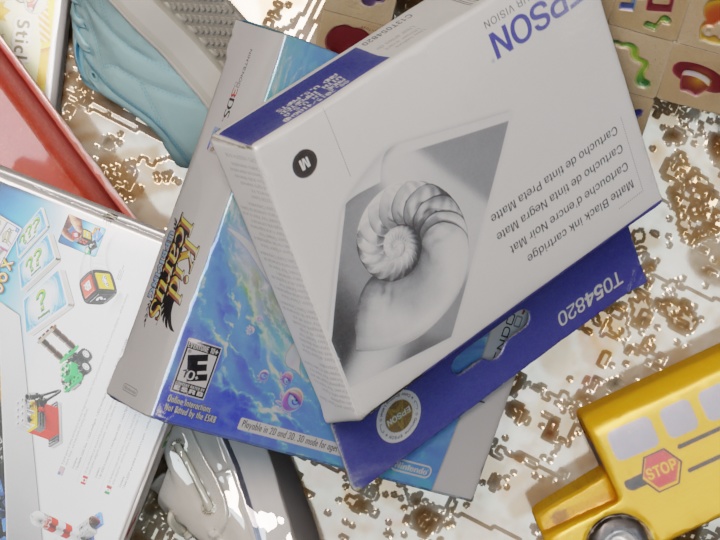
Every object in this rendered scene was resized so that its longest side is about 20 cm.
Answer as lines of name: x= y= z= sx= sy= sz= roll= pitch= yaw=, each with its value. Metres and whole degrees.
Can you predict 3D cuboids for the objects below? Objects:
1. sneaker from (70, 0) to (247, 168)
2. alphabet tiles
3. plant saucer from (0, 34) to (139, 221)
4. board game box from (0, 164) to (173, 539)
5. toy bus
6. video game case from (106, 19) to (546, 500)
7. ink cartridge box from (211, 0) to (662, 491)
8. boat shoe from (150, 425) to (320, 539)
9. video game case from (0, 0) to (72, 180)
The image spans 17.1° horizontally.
sneaker: x=-0.115 y=-0.120 z=1.134 sx=0.082 sy=0.074 sz=0.200 roll=-23 pitch=119 yaw=25
alphabet tiles: x=0.088 y=-0.139 z=1.119 sx=0.199 sy=0.008 sz=0.168 roll=15 pitch=127 yaw=0
plant saucer: x=-0.221 y=-0.015 z=1.163 sx=0.200 sy=0.037 sz=0.200 roll=-37 pitch=93 yaw=5
board game box: x=-0.153 y=0.064 z=1.131 sx=0.126 sy=0.035 sz=0.201 roll=22 pitch=95 yaw=2
toy bus: x=0.175 y=0.080 z=1.166 sx=0.199 sy=0.065 sz=0.079 roll=-25 pitch=91 yaw=2
video game case: x=0.000 y=0.000 z=1.123 sx=0.200 sy=0.045 sz=0.182 roll=18 pitch=92 yaw=-38
ink cartridge box: x=0.049 y=-0.023 z=1.097 sx=0.199 sy=0.041 sz=0.201 roll=-35 pitch=122 yaw=-23
boat shoe: x=-0.071 y=0.100 z=1.171 sx=0.065 sy=0.072 sz=0.201 roll=-22 pitch=91 yaw=7
video game case: x=-0.241 y=-0.083 z=1.193 sx=0.181 sy=0.023 sz=0.201 roll=7 pitch=91 yaw=1
